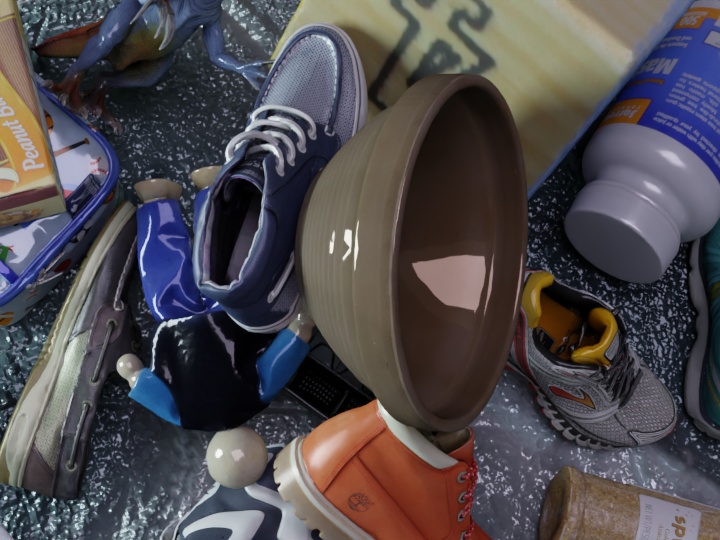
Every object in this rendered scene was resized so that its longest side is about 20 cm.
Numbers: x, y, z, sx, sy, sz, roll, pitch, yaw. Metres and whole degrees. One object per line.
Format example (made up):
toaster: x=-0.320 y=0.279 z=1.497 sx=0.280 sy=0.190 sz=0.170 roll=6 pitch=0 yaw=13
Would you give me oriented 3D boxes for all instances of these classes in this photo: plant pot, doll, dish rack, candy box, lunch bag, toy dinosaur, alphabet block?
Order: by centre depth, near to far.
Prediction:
plant pot: x=0.023 y=-0.013 z=0.701 sx=0.091 sy=0.201 sz=0.204 roll=6 pitch=68 yaw=26
doll: x=-0.091 y=0.037 z=0.771 sx=0.134 sy=0.048 sz=0.203 roll=-11 pitch=80 yaw=3
candy box: x=-0.269 y=-0.124 z=0.772 sx=0.114 sy=0.055 sz=0.203 roll=-15 pitch=77 yaw=-9
toy dinosaur: x=-0.136 y=-0.180 z=0.801 sx=0.200 sy=0.105 sz=0.182 roll=43 pitch=97 yaw=27
lunch bag: x=-0.268 y=-0.065 z=0.823 sx=0.199 sy=0.076 sz=0.161 roll=41 pitch=73 yaw=5
alphabet block: x=0.089 y=-0.171 z=0.823 sx=0.200 sy=0.197 sz=0.195 roll=41 pitch=42 yaw=5
dish rack: x=0.027 y=0.029 z=0.855 sx=0.152 sy=0.055 sz=0.201 roll=35 pitch=70 yaw=1

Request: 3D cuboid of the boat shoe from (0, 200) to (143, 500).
boat shoe: x=-0.177 y=0.055 z=0.806 sx=0.065 sy=0.072 sz=0.203 roll=23 pitch=76 yaw=-8

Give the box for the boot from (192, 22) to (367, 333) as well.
boot: x=-0.046 y=-0.067 z=0.719 sx=0.072 sy=0.090 sz=0.203 roll=7 pitch=77 yaw=14

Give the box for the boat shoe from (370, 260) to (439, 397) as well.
boat shoe: x=0.001 y=0.000 z=0.801 sx=0.071 sy=0.070 sz=0.202 roll=-32 pitch=85 yaw=-27

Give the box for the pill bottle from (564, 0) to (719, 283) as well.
pill bottle: x=0.234 y=-0.094 z=0.898 sx=0.111 sy=0.112 sz=0.201 roll=35 pitch=70 yaw=2

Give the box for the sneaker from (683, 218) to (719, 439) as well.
sneaker: x=0.290 y=0.025 z=0.888 sx=0.076 sy=0.080 sz=0.203 roll=9 pitch=71 yaw=-7

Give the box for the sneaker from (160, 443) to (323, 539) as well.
sneaker: x=-0.057 y=0.225 z=0.767 sx=0.128 sy=0.080 sz=0.201 roll=-28 pitch=79 yaw=-15

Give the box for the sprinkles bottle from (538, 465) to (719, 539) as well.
sprinkles bottle: x=0.225 y=0.193 z=0.831 sx=0.197 sy=0.068 sz=0.069 roll=16 pitch=71 yaw=-4

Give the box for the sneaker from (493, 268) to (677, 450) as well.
sneaker: x=0.154 y=0.065 z=0.829 sx=0.199 sy=0.082 sz=0.079 roll=33 pitch=67 yaw=-28

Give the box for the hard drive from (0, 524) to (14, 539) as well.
hard drive: x=-0.210 y=0.280 z=0.750 sx=0.132 sy=0.025 sz=0.200 roll=-42 pitch=84 yaw=-19

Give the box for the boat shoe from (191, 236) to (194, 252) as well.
boat shoe: x=-0.054 y=-0.043 z=0.859 sx=0.068 sy=0.072 sz=0.201 roll=44 pitch=63 yaw=-17

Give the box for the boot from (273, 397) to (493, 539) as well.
boot: x=0.051 y=0.152 z=0.765 sx=0.107 sy=0.075 sz=0.200 roll=-40 pitch=118 yaw=19
